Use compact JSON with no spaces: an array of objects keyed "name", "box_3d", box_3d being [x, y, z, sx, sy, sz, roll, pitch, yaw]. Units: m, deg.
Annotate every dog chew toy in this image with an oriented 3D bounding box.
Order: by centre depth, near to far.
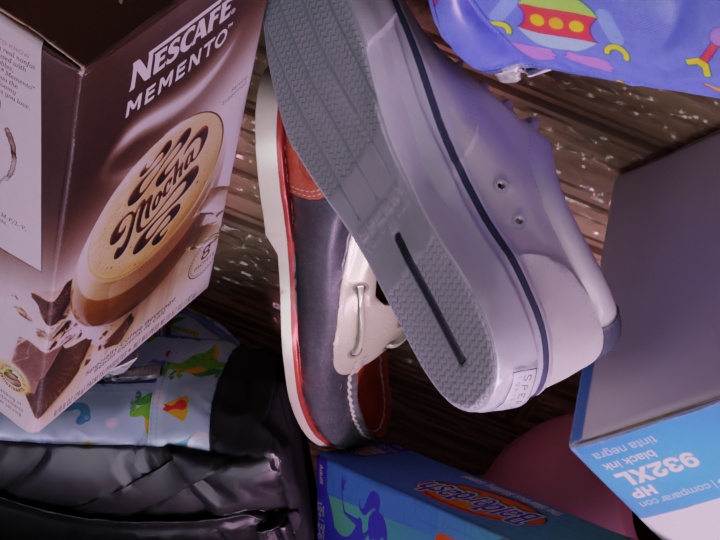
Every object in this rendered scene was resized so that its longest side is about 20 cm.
[{"name":"dog chew toy","box_3d":[0.077,0.142,0.888,0.124,0.125,0.200,35,142,-20]}]

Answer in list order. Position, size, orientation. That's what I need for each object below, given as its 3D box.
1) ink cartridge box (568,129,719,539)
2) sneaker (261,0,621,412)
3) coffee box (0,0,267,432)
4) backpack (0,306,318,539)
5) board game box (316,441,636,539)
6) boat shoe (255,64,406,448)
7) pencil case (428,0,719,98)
[{"name":"ink cartridge box","box_3d":[0.178,0.061,0.751,0.083,0.146,0.200,-24,125,35]},{"name":"sneaker","box_3d":[0.026,-0.044,0.696,0.070,0.201,0.073,-14,163,-34]},{"name":"coffee box","box_3d":[-0.106,-0.049,0.728,0.080,0.113,0.201,34,140,16]},{"name":"backpack","box_3d":[-0.124,0.084,0.877,0.198,0.155,0.164,-8,143,2]},{"name":"board game box","box_3d":[0.049,0.166,0.788,0.045,0.153,0.200,-6,-170,-31]},{"name":"boat shoe","box_3d":[0.000,0.000,0.798,0.062,0.071,0.201,2,131,10]},{"name":"pencil case","box_3d":[0.116,-0.091,0.635,0.199,0.078,0.087,12,122,21]}]
